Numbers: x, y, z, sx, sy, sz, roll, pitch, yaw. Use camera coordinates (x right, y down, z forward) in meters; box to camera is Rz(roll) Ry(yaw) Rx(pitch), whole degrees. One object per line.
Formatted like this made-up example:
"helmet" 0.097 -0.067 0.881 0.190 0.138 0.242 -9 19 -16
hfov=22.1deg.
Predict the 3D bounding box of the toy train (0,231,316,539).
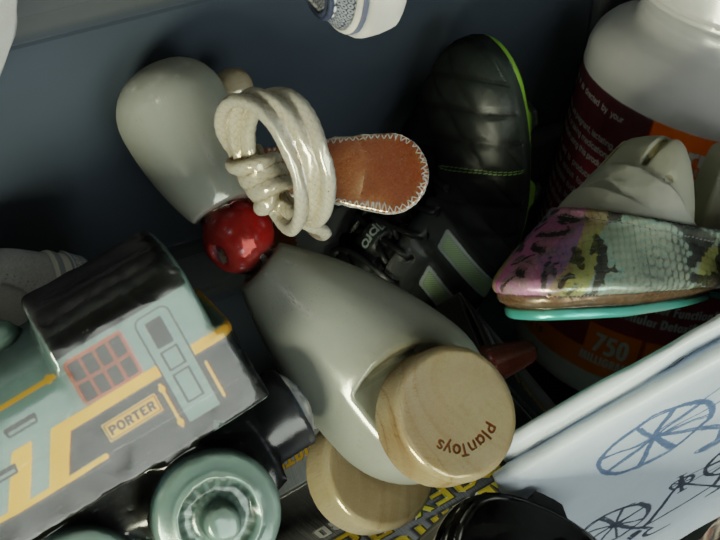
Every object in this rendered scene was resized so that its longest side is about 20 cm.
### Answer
"toy train" -0.115 0.074 0.640 0.199 0.085 0.115 -30 107 -7

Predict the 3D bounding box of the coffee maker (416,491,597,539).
"coffee maker" 0.014 0.205 0.704 0.134 0.194 0.200 4 154 -35

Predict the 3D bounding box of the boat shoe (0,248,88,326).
"boat shoe" -0.157 0.083 0.702 0.068 0.072 0.201 11 117 -27

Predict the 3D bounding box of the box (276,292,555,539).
"box" 0.000 0.112 0.819 0.199 0.049 0.158 -30 139 11

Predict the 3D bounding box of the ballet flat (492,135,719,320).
"ballet flat" 0.131 -0.016 0.726 0.198 0.069 0.072 1 97 -36

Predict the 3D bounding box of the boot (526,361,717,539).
"boot" 0.102 0.135 0.957 0.162 0.073 0.199 18 109 -43

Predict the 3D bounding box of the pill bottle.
"pill bottle" 0.143 -0.048 0.821 0.112 0.113 0.202 -10 126 -35

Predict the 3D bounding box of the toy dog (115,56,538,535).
"toy dog" 0.000 0.000 0.694 0.096 0.131 0.201 -34 111 -32

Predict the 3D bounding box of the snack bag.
"snack bag" 0.156 0.059 0.761 0.188 0.022 0.200 -32 153 6

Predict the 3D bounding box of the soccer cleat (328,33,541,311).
"soccer cleat" 0.020 -0.005 0.786 0.080 0.068 0.202 -9 128 -34

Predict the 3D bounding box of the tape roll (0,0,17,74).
"tape roll" -0.201 -0.087 0.534 0.199 0.066 0.202 -23 133 -26

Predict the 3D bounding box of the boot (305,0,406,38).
"boot" -0.042 -0.161 0.620 0.090 0.073 0.202 -22 125 -17
